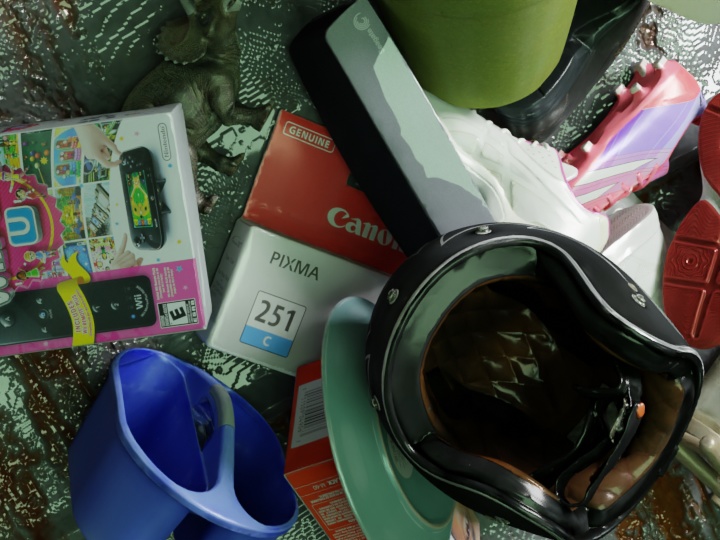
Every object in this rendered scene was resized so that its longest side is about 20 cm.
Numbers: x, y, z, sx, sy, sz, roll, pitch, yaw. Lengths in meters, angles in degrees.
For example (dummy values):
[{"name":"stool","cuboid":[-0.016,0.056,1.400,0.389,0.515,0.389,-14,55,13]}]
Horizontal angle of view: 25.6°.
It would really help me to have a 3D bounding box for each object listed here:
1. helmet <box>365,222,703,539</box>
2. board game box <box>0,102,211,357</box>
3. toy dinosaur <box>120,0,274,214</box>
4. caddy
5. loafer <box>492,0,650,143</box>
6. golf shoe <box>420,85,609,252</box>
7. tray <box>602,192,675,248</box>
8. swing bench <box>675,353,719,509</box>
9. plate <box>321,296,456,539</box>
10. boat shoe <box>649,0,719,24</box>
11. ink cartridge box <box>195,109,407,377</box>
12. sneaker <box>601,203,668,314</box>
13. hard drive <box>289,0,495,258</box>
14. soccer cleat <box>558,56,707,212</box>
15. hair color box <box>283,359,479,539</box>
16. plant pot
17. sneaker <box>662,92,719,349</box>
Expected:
[{"name":"helmet","cuboid":[0.100,0.063,1.008,0.200,0.190,0.201,-37,146,-31]},{"name":"board game box","cuboid":[-0.208,-0.023,1.051,0.198,0.064,0.149,-7,103,2]},{"name":"toy dinosaur","cuboid":[-0.124,-0.105,1.102,0.102,0.077,0.201,33,103,-5]},{"name":"caddy","cuboid":[-0.118,0.129,1.079,0.141,0.200,0.105,29,106,-24]},{"name":"loafer","cuboid":[0.166,-0.179,1.197,0.200,0.073,0.072,-47,150,-14]},{"name":"golf shoe","cuboid":[0.101,-0.071,1.156,0.091,0.075,0.201,-32,79,-15]},{"name":"tray","cuboid":[0.173,0.031,1.254,0.107,0.022,0.201,41,85,-21]},{"name":"swing bench","cuboid":[0.355,0.107,1.281,0.199,0.130,0.200,-49,117,-6]},{"name":"plate","cuboid":[0.029,0.112,1.087,0.025,0.200,0.202,-17,109,20]},{"name":"boat shoe","cuboid":[0.206,-0.240,1.149,0.068,0.199,0.073,-21,130,-49]},{"name":"ink cartridge box","cuboid":[0.000,0.000,1.173,0.198,0.045,0.178,20,94,-22]},{"name":"sneaker","cuboid":[0.171,0.050,1.195,0.199,0.073,0.116,-35,109,-22]},{"name":"hard drive","cuboid":[0.022,-0.089,1.106,0.042,0.135,0.201,-33,101,-14]},{"name":"soccer cleat","cuboid":[0.192,-0.077,1.217,0.076,0.067,0.200,45,80,-15]},{"name":"hair color box","cuboid":[0.021,0.166,1.147,0.063,0.111,0.201,-18,125,18]},{"name":"plant pot","cuboid":[0.080,-0.210,1.069,0.199,0.200,0.190,-35,153,-11]},{"name":"sneaker","cuboid":[0.297,-0.029,1.227,0.115,0.078,0.202,25,80,-57]}]
